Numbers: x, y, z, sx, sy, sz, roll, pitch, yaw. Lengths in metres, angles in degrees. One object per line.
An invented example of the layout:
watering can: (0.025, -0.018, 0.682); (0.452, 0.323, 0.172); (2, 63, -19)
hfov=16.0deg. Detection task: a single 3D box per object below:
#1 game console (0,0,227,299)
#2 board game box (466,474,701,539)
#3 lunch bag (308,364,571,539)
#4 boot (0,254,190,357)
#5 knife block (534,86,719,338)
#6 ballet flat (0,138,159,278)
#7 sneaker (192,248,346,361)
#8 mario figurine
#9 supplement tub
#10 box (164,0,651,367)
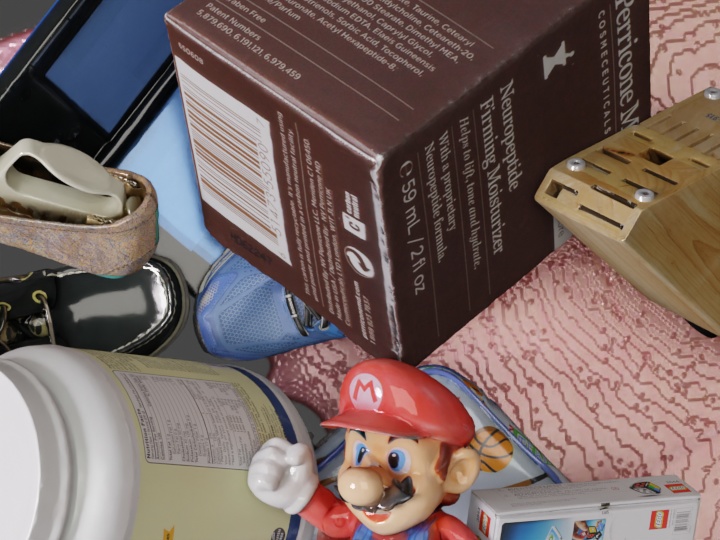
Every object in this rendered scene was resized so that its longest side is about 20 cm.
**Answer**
game console: (-0.086, -0.106, 1.437); (0.118, 0.171, 0.200); (35, 86, 27)
board game box: (0.109, 0.211, 1.387); (0.126, 0.035, 0.201); (-2, 111, -24)
lunch bag: (0.046, 0.159, 1.446); (0.160, 0.076, 0.200); (-44, 90, -1)
boot: (-0.203, 0.037, 1.392); (0.203, 0.154, 0.074); (-15, 84, 9)
knife block: (0.180, 0.000, 1.401); (0.200, 0.064, 0.176); (-27, 130, -38)
ballet flat: (-0.200, -0.052, 1.368); (0.199, 0.067, 0.068); (12, 52, -13)
sneaker: (0.000, 0.000, 1.438); (0.199, 0.089, 0.079); (-21, 103, -1)
mario figurine: (0.008, 0.145, 1.314); (0.123, 0.106, 0.201); (-3, 102, -9)
supplement tub: (-0.135, 0.116, 1.358); (0.145, 0.199, 0.146); (-7, 80, 41)
box: (0.029, -0.092, 1.355); (0.200, 0.166, 0.164); (-38, 54, -24)
